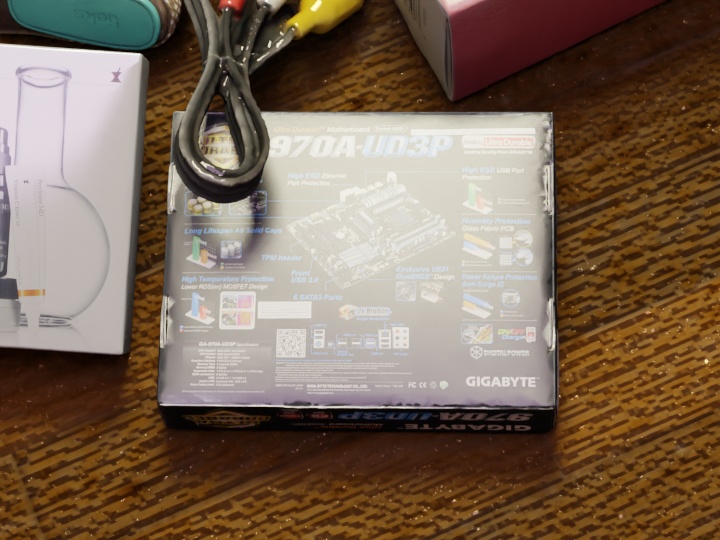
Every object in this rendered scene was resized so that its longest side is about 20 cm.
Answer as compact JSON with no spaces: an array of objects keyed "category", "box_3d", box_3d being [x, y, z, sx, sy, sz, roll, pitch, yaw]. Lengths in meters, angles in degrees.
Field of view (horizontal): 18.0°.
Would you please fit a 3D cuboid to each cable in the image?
[{"category":"cable","box_3d":[-0.062,-0.119,1.149,0.097,0.050,0.200,28,40,-3]}]

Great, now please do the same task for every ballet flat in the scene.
[{"category":"ballet flat","box_3d":[-0.189,-0.161,1.213,0.199,0.071,0.065,13,44,5]}]

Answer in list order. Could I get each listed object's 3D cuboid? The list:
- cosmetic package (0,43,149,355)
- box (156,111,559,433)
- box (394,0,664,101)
[{"category":"cosmetic package","box_3d":[-0.210,-0.039,1.134,0.199,0.052,0.151,3,89,-1]},{"category":"box","box_3d":[0.000,0.000,1.145,0.199,0.046,0.160,0,70,3]},{"category":"box","box_3d":[0.105,-0.199,1.178,0.199,0.109,0.128,-26,71,-6]}]
